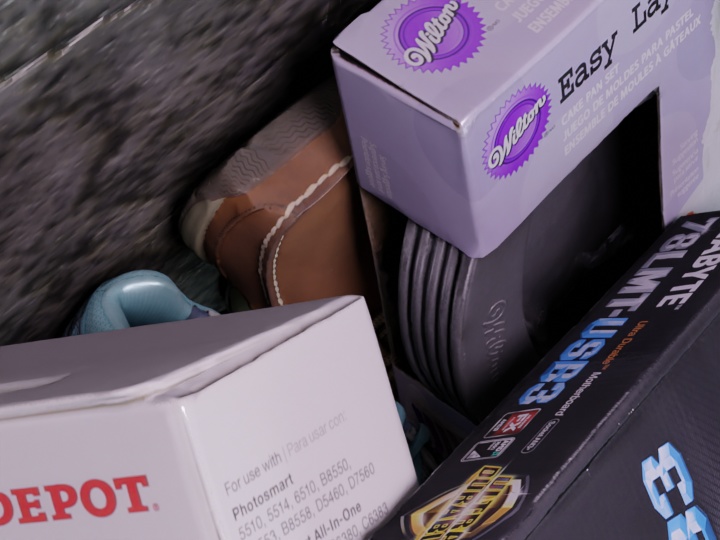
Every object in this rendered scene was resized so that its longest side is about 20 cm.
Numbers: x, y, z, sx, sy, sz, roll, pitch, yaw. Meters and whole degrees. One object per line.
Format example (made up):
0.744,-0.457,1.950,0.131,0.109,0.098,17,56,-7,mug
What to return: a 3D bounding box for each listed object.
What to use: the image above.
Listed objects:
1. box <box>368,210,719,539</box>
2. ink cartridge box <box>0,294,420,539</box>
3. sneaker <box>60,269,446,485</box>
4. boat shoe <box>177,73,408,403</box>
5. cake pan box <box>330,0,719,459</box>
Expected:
0.091,0.112,0.618,0.049,0.201,0.198,-9,-160,36,box
-0.047,0.117,0.593,0.145,0.201,0.084,-8,-169,37,ink cartridge box
-0.007,0.071,0.673,0.078,0.199,0.087,-57,175,-41,sneaker
0.000,0.000,0.723,0.076,0.074,0.200,-40,168,-5,boat shoe
0.078,-0.046,0.678,0.200,0.052,0.185,-42,145,-24,cake pan box
